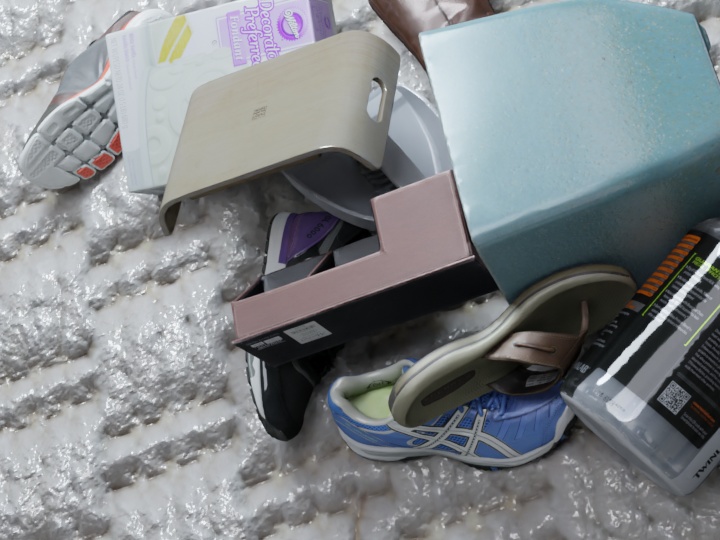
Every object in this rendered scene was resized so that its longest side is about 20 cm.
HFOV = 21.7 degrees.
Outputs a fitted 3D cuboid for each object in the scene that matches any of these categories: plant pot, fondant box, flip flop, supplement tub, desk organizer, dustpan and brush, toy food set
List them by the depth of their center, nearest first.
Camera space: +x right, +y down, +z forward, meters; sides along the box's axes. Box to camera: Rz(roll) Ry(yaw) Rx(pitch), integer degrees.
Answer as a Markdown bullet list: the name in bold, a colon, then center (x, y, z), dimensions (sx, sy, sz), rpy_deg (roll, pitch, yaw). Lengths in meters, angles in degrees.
- **supplement tub**: center (0.246, 0.049, 1.331), dimensions (0.200, 0.123, 0.123), rpy_deg (-49, 54, -3)
- **flip flop**: center (0.115, 0.064, 1.354), dimensions (0.200, 0.081, 0.058), rpy_deg (-29, 54, -4)
- **plant pot**: center (0.181, -0.087, 1.399), dimensions (0.200, 0.196, 0.196), rpy_deg (-20, 57, 11)
- **desk organizer**: center (0.000, 0.000, 1.424), dimensions (0.200, 0.072, 0.077), rpy_deg (-20, 66, 18)
- **toy food set**: center (-0.066, -0.106, 1.515), dimensions (0.200, 0.060, 0.144), rpy_deg (-17, 40, 26)
- **dustpan and brush**: center (0.047, -0.062, 1.520), dimensions (0.140, 0.057, 0.200), rpy_deg (-37, 79, -24)
- **fondant box**: center (-0.114, -0.154, 1.630), dimensions (0.200, 0.058, 0.144), rpy_deg (-11, 85, 21)

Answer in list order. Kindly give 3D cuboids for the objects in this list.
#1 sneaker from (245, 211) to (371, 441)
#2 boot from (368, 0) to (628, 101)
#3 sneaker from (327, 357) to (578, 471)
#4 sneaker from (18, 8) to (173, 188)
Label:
- **sneaker**: center (-0.035, 0.039, 1.514), dimensions (0.088, 0.076, 0.200), rpy_deg (-3, 64, 19)
- **boot**: center (0.115, -0.225, 1.583), dimensions (0.186, 0.064, 0.200), rpy_deg (-29, 48, 3)
- **sneaker**: center (0.067, 0.106, 1.421), dimensions (0.200, 0.077, 0.076), rpy_deg (-8, 60, 21)
- **sneaker**: center (-0.246, -0.159, 1.734), dimensions (0.200, 0.077, 0.082), rpy_deg (-49, 37, -11)
